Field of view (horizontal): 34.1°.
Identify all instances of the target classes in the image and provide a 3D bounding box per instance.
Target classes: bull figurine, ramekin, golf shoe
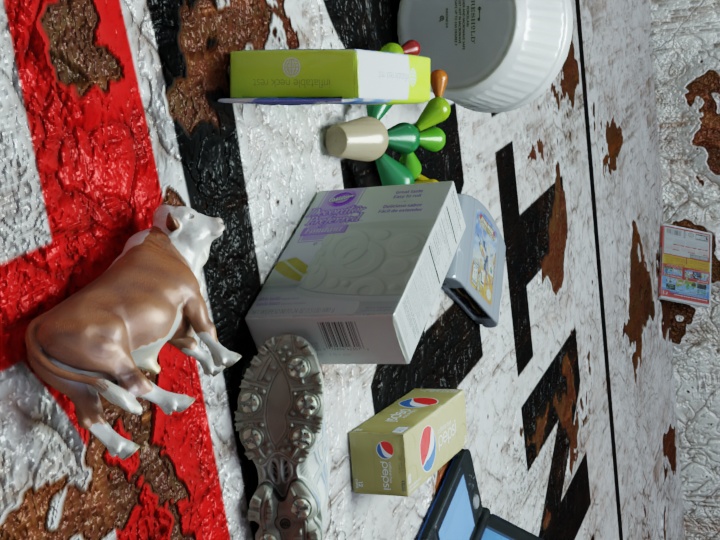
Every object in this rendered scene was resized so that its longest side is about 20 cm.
[{"bbox_3d":[-0.145,0.034,0.808,0.122,0.065,0.200,51,40,-4],"label":"bull figurine"},{"bbox_3d":[0.131,-0.280,1.332,0.094,0.202,0.204,-8,96,-53],"label":"ramekin"},{"bbox_3d":[-0.061,0.147,1.027,0.097,0.078,0.201,-44,137,-74],"label":"golf shoe"}]

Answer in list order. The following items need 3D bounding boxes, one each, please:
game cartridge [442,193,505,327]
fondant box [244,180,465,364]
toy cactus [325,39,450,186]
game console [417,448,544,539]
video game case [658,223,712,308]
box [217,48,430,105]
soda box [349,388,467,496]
[{"bbox_3d":[0.148,-0.018,1.544,0.200,0.041,0.134,42,55,-59],"label":"game cartridge"},{"bbox_3d":[0.000,0.000,1.065,0.200,0.144,0.058,-62,142,-48],"label":"fondant box"},{"bbox_3d":[0.024,-0.141,1.225,0.165,0.102,0.201,-9,100,-47],"label":"toy cactus"},{"bbox_3d":[0.162,0.345,1.454,0.200,0.118,0.171,-56,139,-54],"label":"game console"},{"bbox_3d":[0.834,-0.013,3.011,0.017,0.142,0.201,134,-35,-68],"label":"video game case"},{"bbox_3d":[-0.027,-0.169,1.038,0.200,0.121,0.048,-17,108,-66],"label":"box"},{"bbox_3d":[0.057,0.184,1.287,0.200,0.064,0.068,-19,106,-65],"label":"soda box"}]
